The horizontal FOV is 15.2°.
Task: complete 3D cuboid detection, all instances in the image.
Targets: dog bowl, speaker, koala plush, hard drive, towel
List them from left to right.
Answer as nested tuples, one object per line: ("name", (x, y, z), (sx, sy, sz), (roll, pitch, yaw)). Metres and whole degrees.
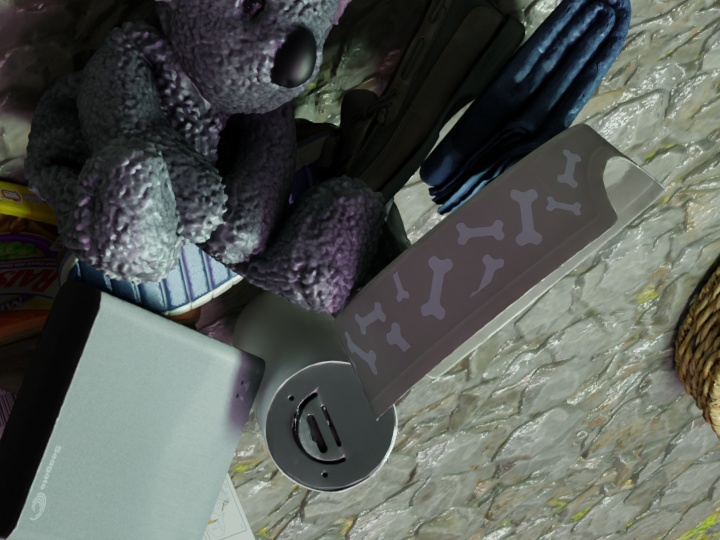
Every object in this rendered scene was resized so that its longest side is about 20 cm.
("hard drive", (-0.131, 0.093, 1.499), (0.200, 0.033, 0.140), (27, 83, -63))
("koala plush", (-0.074, -0.110, 1.401), (0.177, 0.184, 0.201), (8, 111, -35))
("speaker", (-0.031, 0.069, 1.646), (0.081, 0.081, 0.200), (-33, -165, 0))
("dog bowl", (0.069, -0.003, 1.446), (0.200, 0.059, 0.200), (-38, 176, -3))
("towel", (0.097, -0.098, 1.573), (0.112, 0.048, 0.200), (-51, -179, -16))

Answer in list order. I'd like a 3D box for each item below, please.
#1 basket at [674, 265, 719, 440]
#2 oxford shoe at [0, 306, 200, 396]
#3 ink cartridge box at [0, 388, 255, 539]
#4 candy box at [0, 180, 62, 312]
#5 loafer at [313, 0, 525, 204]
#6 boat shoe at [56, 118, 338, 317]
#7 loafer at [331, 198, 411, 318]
("basket", (0.338, 0.072, 2.071), (0.142, 0.149, 0.200), (-20, 150, -22))
("oxford shoe", (-0.171, 0.056, 1.537), (0.199, 0.073, 0.071), (-8, -175, -37))
("ink cartridge box", (-0.155, 0.135, 1.608), (0.045, 0.177, 0.200), (-22, 175, 38))
("candy box", (-0.225, -0.009, 1.507), (0.102, 0.026, 0.200), (-43, 150, 24))
("loafer", (0.015, -0.089, 1.517), (0.200, 0.063, 0.072), (-50, -170, -30))
("boat shoe", (-0.091, -0.032, 1.545), (0.199, 0.072, 0.073), (-21, 127, -24))
("loafer", (0.000, 0.000, 1.612), (0.072, 0.073, 0.200), (-26, -170, 8))
